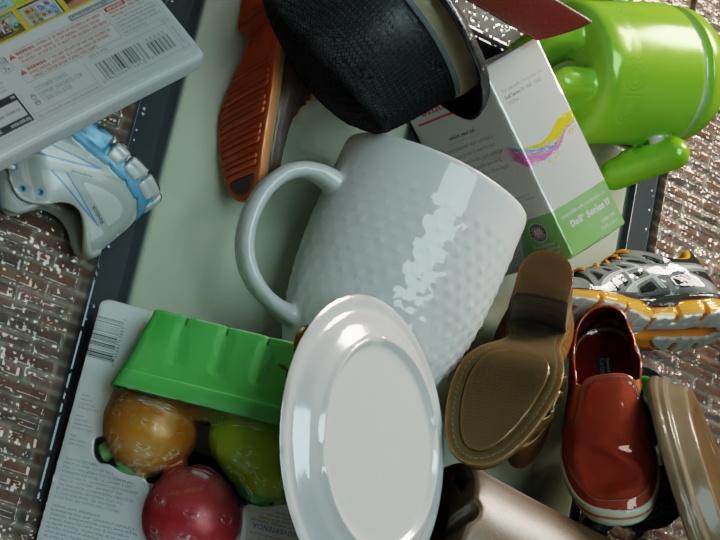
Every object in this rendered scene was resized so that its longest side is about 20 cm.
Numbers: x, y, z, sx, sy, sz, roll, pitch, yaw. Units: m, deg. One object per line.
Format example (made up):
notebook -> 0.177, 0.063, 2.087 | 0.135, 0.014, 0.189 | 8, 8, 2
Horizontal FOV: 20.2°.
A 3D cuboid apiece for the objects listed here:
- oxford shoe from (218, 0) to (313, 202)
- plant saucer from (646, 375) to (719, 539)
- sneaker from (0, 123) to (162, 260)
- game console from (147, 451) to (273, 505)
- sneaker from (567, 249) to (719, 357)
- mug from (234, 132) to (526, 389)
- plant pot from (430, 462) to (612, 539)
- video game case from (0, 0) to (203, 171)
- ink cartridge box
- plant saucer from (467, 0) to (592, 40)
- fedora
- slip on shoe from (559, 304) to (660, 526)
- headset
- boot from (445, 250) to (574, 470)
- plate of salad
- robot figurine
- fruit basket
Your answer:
oxford shoe -> -0.053, -0.139, 1.494 | 0.073, 0.071, 0.201 | 22, 69, -32
plant saucer -> 0.261, 0.172, 1.522 | 0.200, 0.029, 0.201 | -19, 90, -78
sneaker -> -0.229, -0.087, 1.368 | 0.200, 0.075, 0.087 | 44, 69, -16
game console -> -0.075, 0.231, 1.382 | 0.119, 0.172, 0.201 | 39, 59, -51
sneaker -> 0.207, 0.021, 1.639 | 0.199, 0.078, 0.078 | 4, 55, -31
mug -> 0.000, 0.000, 1.457 | 0.200, 0.148, 0.176 | 30, 76, -22
plant pot -> 0.113, 0.253, 1.463 | 0.198, 0.200, 0.201 | 33, 64, -15
video game case -> -0.233, -0.165, 1.326 | 0.200, 0.023, 0.182 | -32, 76, -31
ink cartridge box -> 0.108, -0.103, 1.563 | 0.067, 0.117, 0.201 | -30, 98, -32
plant saucer -> 0.055, -0.243, 1.534 | 0.199, 0.200, 0.037 | 27, 101, -27
fedora -> -0.001, -0.169, 1.427 | 0.092, 0.200, 0.201 | -39, 103, -13
slip on shoe -> 0.185, 0.107, 1.517 | 0.061, 0.074, 0.201 | 79, 11, -45
headset -> 0.225, 0.150, 1.585 | 0.200, 0.094, 0.124 | -40, 108, -55
boot -> 0.115, 0.103, 1.501 | 0.073, 0.155, 0.200 | 19, 52, 14
plate of salad -> -0.004, 0.117, 1.339 | 0.200, 0.048, 0.201 | 14, 74, -57
robot figurine -> 0.216, -0.161, 1.646 | 0.199, 0.116, 0.176 | -3, 70, -34
fruit basket -> -0.112, 0.136, 1.372 | 0.184, 0.094, 0.201 | 13, 84, 3
